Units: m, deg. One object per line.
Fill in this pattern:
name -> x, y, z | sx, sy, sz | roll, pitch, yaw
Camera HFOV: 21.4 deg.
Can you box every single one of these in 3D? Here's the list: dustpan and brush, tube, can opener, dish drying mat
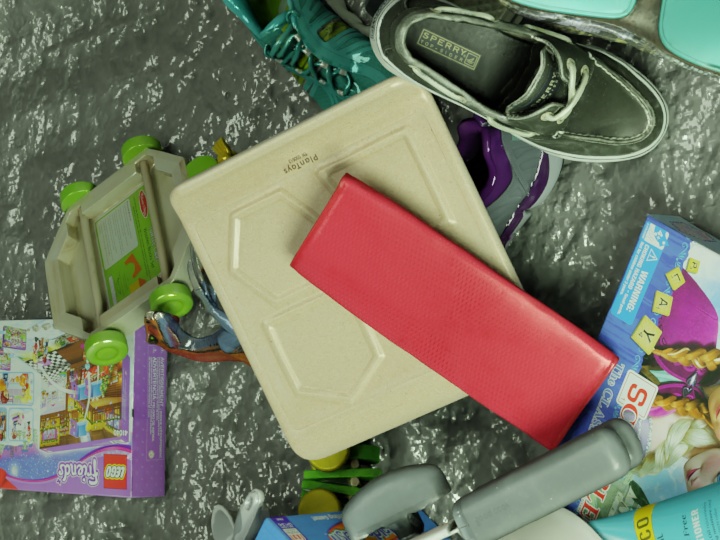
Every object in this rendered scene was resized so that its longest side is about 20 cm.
dustpan and brush -> -0.079, 0.203, 1.299 | 0.201, 0.057, 0.141 | 122, 144, -47
tube -> 0.205, 0.150, 1.071 | 0.200, 0.050, 0.078 | -34, 61, 44
can opener -> 0.072, 0.130, 1.154 | 0.199, 0.053, 0.067 | -31, 84, 25
dish drying mat -> 0.056, 0.025, 1.156 | 0.199, 0.018, 0.077 | 34, 111, 1

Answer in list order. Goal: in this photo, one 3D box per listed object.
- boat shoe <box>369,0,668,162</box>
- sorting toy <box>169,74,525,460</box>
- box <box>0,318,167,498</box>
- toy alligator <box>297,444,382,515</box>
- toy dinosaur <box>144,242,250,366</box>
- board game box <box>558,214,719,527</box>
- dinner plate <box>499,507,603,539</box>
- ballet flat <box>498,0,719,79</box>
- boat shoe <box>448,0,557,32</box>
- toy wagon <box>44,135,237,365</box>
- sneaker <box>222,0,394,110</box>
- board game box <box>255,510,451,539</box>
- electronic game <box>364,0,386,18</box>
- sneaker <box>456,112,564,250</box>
boat shoe -> 0.101, -0.108, 1.127 | 0.064, 0.198, 0.071 | -139, 67, -69
sorting toy -> 0.000, 0.000, 1.191 | 0.184, 0.036, 0.201 | -25, 99, 19
box -> -0.234, 0.107, 1.514 | 0.199, 0.039, 0.139 | -2, 86, 41
toy alligator -> -0.009, 0.121, 1.311 | 0.054, 0.059, 0.202 | 7, 77, 3
toy dinosaur -> -0.075, 0.045, 1.300 | 0.181, 0.104, 0.202 | -41, 55, 40
board game box -> 0.215, 0.099, 1.116 | 0.199, 0.041, 0.202 | 32, 109, 38
dinner plate -> 0.114, 0.243, 1.173 | 0.199, 0.024, 0.203 | 17, 111, 55
ballet flat -> 0.174, -0.164, 1.134 | 0.198, 0.072, 0.073 | 16, 101, 3
boat shoe -> 0.121, -0.194, 1.204 | 0.200, 0.062, 0.075 | -47, 56, 12
toy wagon -> -0.159, -0.027, 1.433 | 0.199, 0.039, 0.156 | -34, 52, 24
sneaker -> -0.032, -0.149, 1.321 | 0.200, 0.079, 0.078 | 46, 116, 32
board game box -> -0.040, 0.252, 1.262 | 0.045, 0.151, 0.201 | 40, 114, 34
electronic game -> 0.071, -0.234, 1.173 | 0.042, 0.200, 0.200 | 41, 119, -1
sneaker -> 0.052, -0.019, 1.236 | 0.074, 0.087, 0.201 | 38, 112, 36
